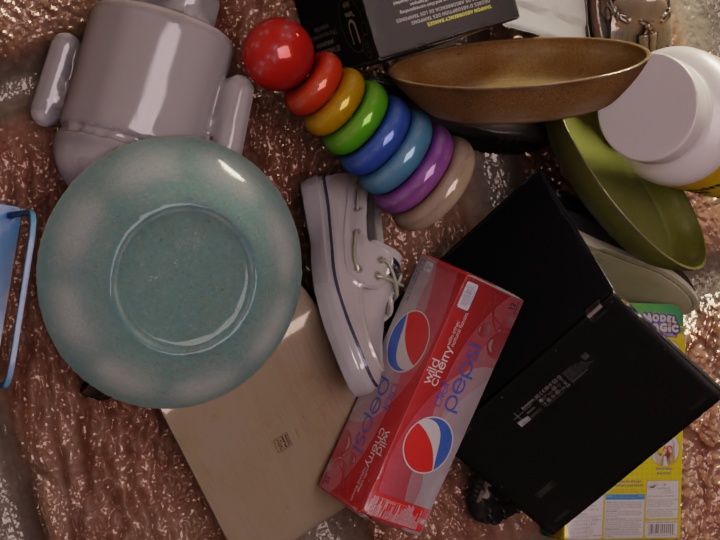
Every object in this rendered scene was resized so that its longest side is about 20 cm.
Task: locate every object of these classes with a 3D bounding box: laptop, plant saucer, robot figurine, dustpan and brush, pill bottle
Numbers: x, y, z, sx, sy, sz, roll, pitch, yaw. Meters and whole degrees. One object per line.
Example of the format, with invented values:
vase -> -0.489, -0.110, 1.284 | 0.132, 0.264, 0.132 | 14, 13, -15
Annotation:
laptop -> 0.147, 0.067, 1.402 | 0.200, 0.116, 0.187 | 40, 113, -17
plant saucer -> 0.120, -0.143, 1.341 | 0.199, 0.200, 0.036 | -11, 108, -20
robot figurine -> -0.163, -0.127, 1.327 | 0.169, 0.113, 0.201 | 15, 84, 14
dustpan and brush -> 0.129, -0.288, 1.464 | 0.139, 0.057, 0.201 | 5, 83, -51
pill bottle -> 0.272, -0.121, 1.447 | 0.200, 0.112, 0.113 | 6, 87, -58
plant saucer -> -0.131, 0.005, 1.271 | 0.200, 0.039, 0.202 | -3, 99, -20
plant saucer -> 0.213, -0.077, 1.456 | 0.031, 0.200, 0.200 | -37, 107, 25

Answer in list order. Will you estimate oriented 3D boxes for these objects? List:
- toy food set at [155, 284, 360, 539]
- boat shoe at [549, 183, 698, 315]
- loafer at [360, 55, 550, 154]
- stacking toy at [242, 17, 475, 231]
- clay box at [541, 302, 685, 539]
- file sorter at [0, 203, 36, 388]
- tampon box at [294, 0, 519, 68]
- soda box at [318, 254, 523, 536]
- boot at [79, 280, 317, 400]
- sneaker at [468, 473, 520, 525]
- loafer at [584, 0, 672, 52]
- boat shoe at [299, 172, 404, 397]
toy food set -> -0.073, 0.124, 1.376 | 0.143, 0.060, 0.201 | -31, 117, -15
boat shoe -> 0.210, -0.019, 1.496 | 0.199, 0.074, 0.066 | 20, 54, -27
loafer -> 0.064, -0.140, 1.445 | 0.199, 0.073, 0.072 | 6, 77, -26
stacking toy -> -0.009, -0.116, 1.336 | 0.200, 0.085, 0.086 | 36, 78, -24
clay box -> 0.216, 0.128, 1.508 | 0.114, 0.048, 0.201 | 3, 88, -20
file sorter -> -0.341, 0.004, 1.256 | 0.199, 0.123, 0.140 | 10, 86, -20
tampon box -> 0.017, -0.267, 1.377 | 0.126, 0.150, 0.201 | -18, 97, -19
soda box -> 0.046, 0.095, 1.355 | 0.063, 0.070, 0.201 | 23, 91, -34
boot -> -0.121, 0.049, 1.365 | 0.097, 0.075, 0.200 | 47, 73, -12
sneaker -> 0.132, 0.113, 1.468 | 0.066, 0.090, 0.201 | 8, 112, -40
loafer -> 0.230, -0.243, 1.504 | 0.072, 0.063, 0.201 | -8, 93, -21
boat shoe -> 0.000, 0.000, 1.361 | 0.066, 0.074, 0.201 | -18, 59, 7
